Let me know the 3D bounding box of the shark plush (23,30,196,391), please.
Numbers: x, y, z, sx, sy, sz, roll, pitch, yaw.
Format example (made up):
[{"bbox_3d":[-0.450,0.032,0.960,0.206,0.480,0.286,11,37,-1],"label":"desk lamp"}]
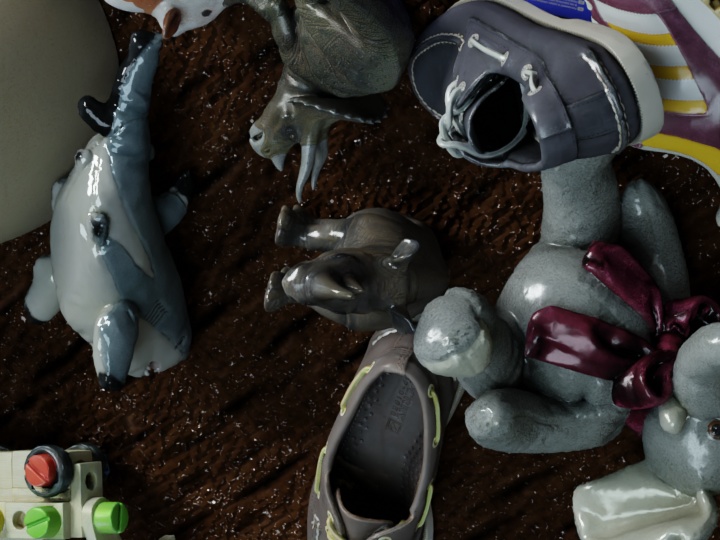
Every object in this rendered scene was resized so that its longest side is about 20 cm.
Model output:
[{"bbox_3d":[-0.124,-0.033,1.375,0.091,0.083,0.200,23,121,51],"label":"shark plush"}]

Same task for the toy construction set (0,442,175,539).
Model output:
[{"bbox_3d":[-0.190,0.164,1.485,0.200,0.092,0.131,-2,88,16],"label":"toy construction set"}]

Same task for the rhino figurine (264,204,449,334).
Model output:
[{"bbox_3d":[0.000,0.000,1.273,0.087,0.200,0.060,8,95,2],"label":"rhino figurine"}]

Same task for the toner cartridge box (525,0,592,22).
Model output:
[{"bbox_3d":[0.120,-0.164,1.222,0.200,0.043,0.095,15,120,17],"label":"toner cartridge box"}]

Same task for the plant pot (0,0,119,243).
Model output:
[{"bbox_3d":[-0.245,-0.087,1.366,0.200,0.134,0.200,10,117,20],"label":"plant pot"}]

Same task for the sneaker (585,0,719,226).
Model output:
[{"bbox_3d":[0.127,-0.106,1.177,0.200,0.075,0.090,46,118,-1],"label":"sneaker"}]

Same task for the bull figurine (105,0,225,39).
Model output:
[{"bbox_3d":[-0.141,-0.200,1.308,0.200,0.065,0.122,26,118,10],"label":"bull figurine"}]

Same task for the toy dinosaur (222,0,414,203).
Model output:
[{"bbox_3d":[-0.007,-0.120,1.260,0.102,0.077,0.200,51,154,2],"label":"toy dinosaur"}]

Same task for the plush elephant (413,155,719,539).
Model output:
[{"bbox_3d":[0.138,0.048,1.250,0.155,0.165,0.200,23,150,28],"label":"plush elephant"}]

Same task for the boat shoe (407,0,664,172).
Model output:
[{"bbox_3d":[0.061,-0.082,1.192,0.200,0.063,0.073,18,132,63],"label":"boat shoe"}]

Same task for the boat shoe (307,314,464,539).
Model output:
[{"bbox_3d":[0.007,0.116,1.393,0.072,0.060,0.200,24,121,11],"label":"boat shoe"}]
